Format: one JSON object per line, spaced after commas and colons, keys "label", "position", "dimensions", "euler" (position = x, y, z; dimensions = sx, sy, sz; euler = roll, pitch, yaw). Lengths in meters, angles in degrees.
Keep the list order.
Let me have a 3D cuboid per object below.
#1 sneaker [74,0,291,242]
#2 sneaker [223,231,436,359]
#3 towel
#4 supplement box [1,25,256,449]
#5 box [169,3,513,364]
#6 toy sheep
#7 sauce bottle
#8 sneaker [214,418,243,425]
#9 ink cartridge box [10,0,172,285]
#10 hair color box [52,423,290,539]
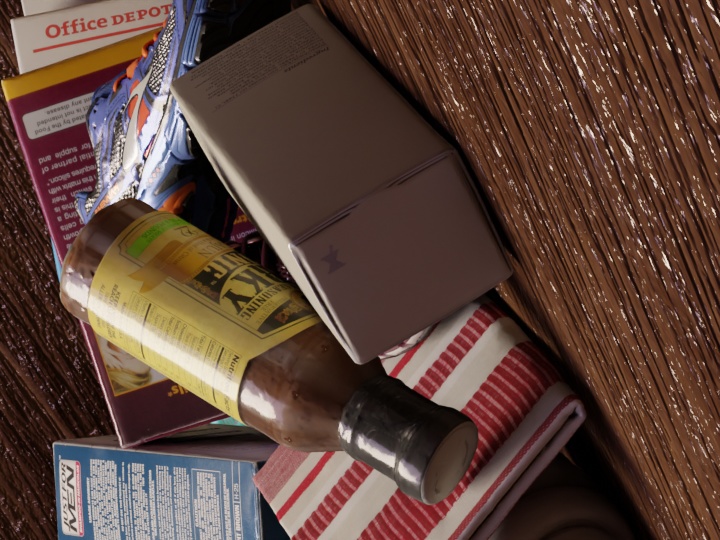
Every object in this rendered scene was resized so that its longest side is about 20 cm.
{"label": "sneaker", "position": [-0.095, -0.081, 1.378], "dimensions": [0.078, 0.075, 0.201], "euler": [31, 120, 22]}
{"label": "sneaker", "position": [-0.047, 0.011, 1.317], "dimensions": [0.200, 0.115, 0.076], "euler": [-28, 66, 57]}
{"label": "towel", "position": [0.025, 0.080, 1.279], "dimensions": [0.023, 0.144, 0.200], "euler": [36, -175, -24]}
{"label": "supplement box", "position": [-0.100, -0.021, 1.488], "dimensions": [0.086, 0.110, 0.201], "euler": [-76, -32, -87]}
{"label": "box", "position": [-0.012, -0.042, 1.231], "dimensions": [0.069, 0.082, 0.200], "euler": [62, 176, -29]}
{"label": "toy sheep", "position": [0.062, 0.141, 1.317], "dimensions": [0.200, 0.138, 0.138], "euler": [21, 147, 47]}
{"label": "sauce bottle", "position": [-0.038, 0.036, 1.237], "dimensions": [0.200, 0.065, 0.065], "euler": [29, 162, 25]}
{"label": "sneaker", "position": [-0.046, 0.054, 1.655], "dimensions": [0.084, 0.120, 0.200], "euler": [65, -164, 8]}
{"label": "ink cartridge box", "position": [-0.135, -0.096, 1.668], "dimensions": [0.067, 0.115, 0.201], "euler": [63, -165, -83]}
{"label": "hair color box", "position": [-0.068, 0.117, 1.501], "dimensions": [0.200, 0.100, 0.061], "euler": [1, 94, 54]}
